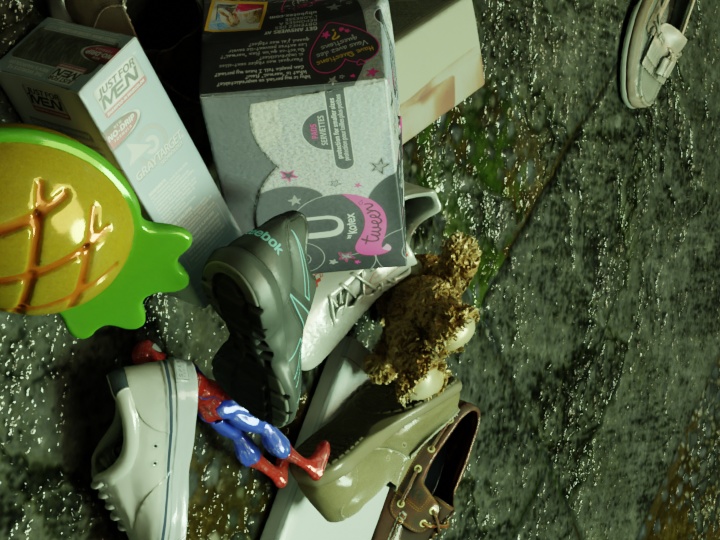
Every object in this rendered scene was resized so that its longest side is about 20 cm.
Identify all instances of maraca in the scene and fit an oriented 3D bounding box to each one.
[{"bbox_3d":[-0.200,-0.022,1.131,0.200,0.137,0.107,34,29,-37],"label":"maraca"}]

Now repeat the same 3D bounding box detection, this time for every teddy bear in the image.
[{"bbox_3d":[0.050,0.036,1.485,0.145,0.067,0.200,-57,-164,35],"label":"teddy bear"}]

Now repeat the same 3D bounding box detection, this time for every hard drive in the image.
[{"bbox_3d":[-0.016,0.175,1.527,0.132,0.027,0.201,45,59,-49],"label":"hard drive"}]

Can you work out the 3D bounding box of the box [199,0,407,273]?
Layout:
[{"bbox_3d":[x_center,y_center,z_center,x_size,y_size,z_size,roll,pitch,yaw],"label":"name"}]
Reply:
[{"bbox_3d":[-0.036,-0.099,1.246,0.200,0.132,0.115,82,4,-52],"label":"box"}]

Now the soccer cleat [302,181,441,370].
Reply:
[{"bbox_3d":[0.000,0.000,1.469,0.200,0.085,0.069,-60,139,-31],"label":"soccer cleat"}]

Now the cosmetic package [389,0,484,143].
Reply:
[{"bbox_3d":[0.008,-0.157,1.443,0.200,0.103,0.088,-37,124,-45],"label":"cosmetic package"}]

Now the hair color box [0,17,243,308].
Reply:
[{"bbox_3d":[-0.161,-0.073,1.202,0.061,0.099,0.200,-48,134,-25],"label":"hair color box"}]

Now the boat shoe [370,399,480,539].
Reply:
[{"bbox_3d":[0.053,0.208,1.597,0.070,0.070,0.201,37,66,-53],"label":"boat shoe"}]

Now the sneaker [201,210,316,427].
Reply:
[{"bbox_3d":[-0.059,0.039,1.242,0.079,0.075,0.200,-49,157,-30],"label":"sneaker"}]

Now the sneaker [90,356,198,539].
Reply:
[{"bbox_3d":[-0.164,0.154,1.279,0.071,0.073,0.201,1,111,-15],"label":"sneaker"}]

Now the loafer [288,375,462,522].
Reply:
[{"bbox_3d":[0.015,0.146,1.486,0.200,0.076,0.068,-30,121,-40],"label":"loafer"}]

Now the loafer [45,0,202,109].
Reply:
[{"bbox_3d":[-0.140,-0.164,1.245,0.200,0.071,0.073,24,75,-58],"label":"loafer"}]

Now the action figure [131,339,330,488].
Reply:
[{"bbox_3d":[-0.106,0.106,1.345,0.200,0.065,0.052,38,53,-42],"label":"action figure"}]

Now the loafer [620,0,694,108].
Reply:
[{"bbox_3d":[0.339,-0.276,1.942,0.072,0.063,0.201,31,70,-54],"label":"loafer"}]
